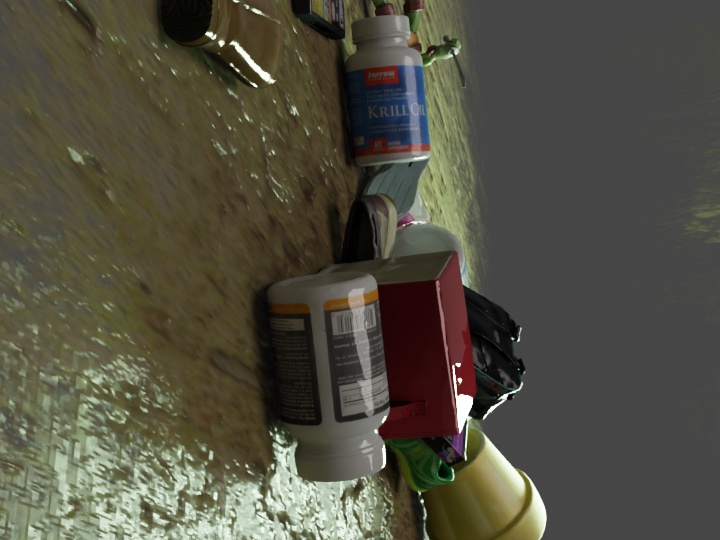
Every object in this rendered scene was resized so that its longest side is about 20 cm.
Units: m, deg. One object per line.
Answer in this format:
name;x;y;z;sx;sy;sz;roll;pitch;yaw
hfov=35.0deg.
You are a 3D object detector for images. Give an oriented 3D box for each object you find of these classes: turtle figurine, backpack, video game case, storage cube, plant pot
turtle figurine;0.081;-0.365;1.779;0.200;0.143;0.195;-63;142;-73
backpack;0.105;0.096;1.550;0.200;0.153;0.176;37;34;-25
video game case;-0.057;-0.407;1.444;0.181;0.025;0.201;-10;96;-78
storage cube;0.034;0.086;1.340;0.200;0.170;0.180;-46;129;-72
plant pot;0.182;0.370;1.890;0.189;0.200;0.201;61;23;-24

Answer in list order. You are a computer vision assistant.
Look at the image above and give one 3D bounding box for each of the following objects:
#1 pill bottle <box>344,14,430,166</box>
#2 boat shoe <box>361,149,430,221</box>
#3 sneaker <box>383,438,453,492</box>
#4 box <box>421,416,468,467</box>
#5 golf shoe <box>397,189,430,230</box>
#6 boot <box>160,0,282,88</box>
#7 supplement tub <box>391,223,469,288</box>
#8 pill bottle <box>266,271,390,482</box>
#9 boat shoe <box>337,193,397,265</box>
pill bottle;0.036;-0.251;1.602;0.112;0.112;0.201;-22;106;-77
boat shoe;0.046;-0.118;1.687;0.074;0.067;0.200;42;48;-6
sneaker;0.086;0.249;1.686;0.074;0.083;0.200;-80;152;-45
box;0.085;0.169;1.651;0.200;0.036;0.143;49;28;-22
golf shoe;0.060;-0.101;1.777;0.200;0.075;0.092;-41;114;-81
boot;-0.122;-0.266;1.033;0.200;0.066;0.176;-3;100;-77
supplement tub;0.100;0.039;1.717;0.200;0.131;0.132;74;16;-50
pill bottle;-0.030;0.107;1.173;0.116;0.116;0.201;-34;119;-76
boat shoe;0.001;0.000;1.476;0.066;0.072;0.202;0;99;-49
